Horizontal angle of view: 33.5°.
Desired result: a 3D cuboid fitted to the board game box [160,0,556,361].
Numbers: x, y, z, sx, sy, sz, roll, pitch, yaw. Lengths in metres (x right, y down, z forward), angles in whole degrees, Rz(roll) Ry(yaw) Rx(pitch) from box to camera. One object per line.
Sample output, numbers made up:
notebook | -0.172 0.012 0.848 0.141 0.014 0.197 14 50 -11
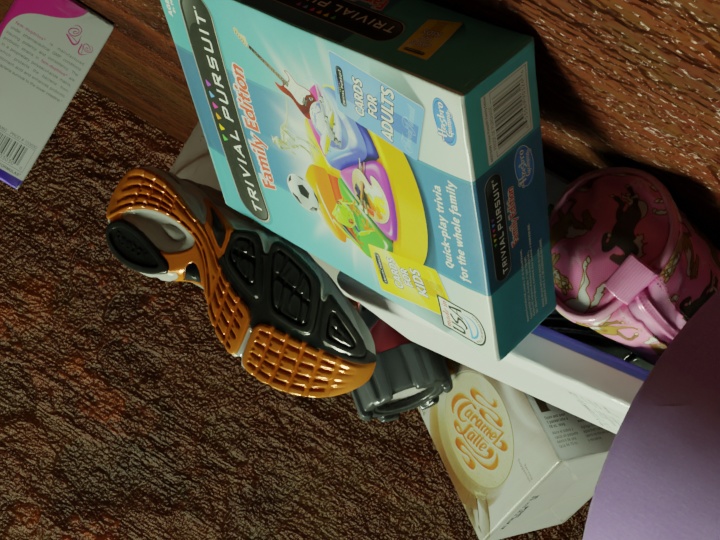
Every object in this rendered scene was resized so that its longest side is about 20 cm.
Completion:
board game box | -0.004 -0.063 0.564 0.199 0.047 0.152 29 147 37

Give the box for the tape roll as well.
tape roll | 0.182 0.095 0.507 0.066 0.201 0.200 30 178 44

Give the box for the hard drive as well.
hard drive | 0.096 0.050 0.660 0.199 0.025 0.132 23 173 28

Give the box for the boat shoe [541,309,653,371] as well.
boat shoe | 0.176 0.051 0.741 0.198 0.069 0.073 14 175 -39

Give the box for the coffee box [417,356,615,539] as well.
coffee box | 0.093 0.064 0.813 0.079 0.115 0.201 -5 -124 -32

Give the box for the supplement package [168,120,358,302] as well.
supplement package | -0.035 -0.063 0.985 0.200 0.122 0.120 31 178 -37

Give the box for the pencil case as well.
pencil case | 0.171 0.023 0.621 0.086 0.083 0.200 9 161 49

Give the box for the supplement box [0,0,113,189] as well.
supplement box | -0.359 -0.201 1.277 0.101 0.201 0.103 31 179 -18

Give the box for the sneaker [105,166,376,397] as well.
sneaker | -0.054 -0.001 0.695 0.200 0.076 0.092 38 -158 29

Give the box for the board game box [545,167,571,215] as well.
board game box | 0.083 -0.052 0.746 0.199 0.035 0.126 31 178 6

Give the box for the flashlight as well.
flashlight | 0.000 0.000 0.814 0.201 0.067 0.068 69 152 22
